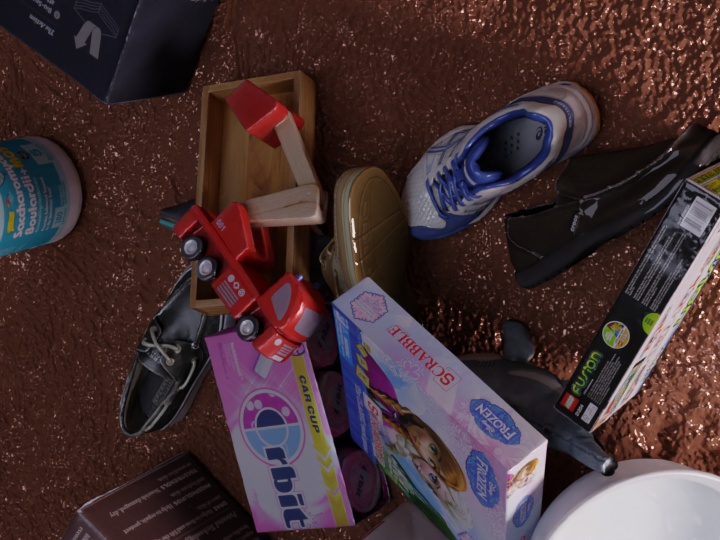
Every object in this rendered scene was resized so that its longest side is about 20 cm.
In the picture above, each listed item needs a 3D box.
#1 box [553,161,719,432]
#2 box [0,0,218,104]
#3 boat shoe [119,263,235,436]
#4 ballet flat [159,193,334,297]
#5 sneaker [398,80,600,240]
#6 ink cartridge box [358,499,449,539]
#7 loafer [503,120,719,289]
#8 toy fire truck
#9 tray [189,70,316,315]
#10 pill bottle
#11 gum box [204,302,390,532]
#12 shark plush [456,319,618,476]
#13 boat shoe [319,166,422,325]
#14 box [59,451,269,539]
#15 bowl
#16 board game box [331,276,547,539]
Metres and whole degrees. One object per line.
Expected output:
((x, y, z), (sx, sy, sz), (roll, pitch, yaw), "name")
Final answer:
((0.219, 0.018, 0.934), (0.035, 0.110, 0.201), (35, 118, 20), "box")
((-0.227, -0.285, 1.131), (0.196, 0.117, 0.201), (36, 117, 19), "box")
((-0.178, 0.079, 1.225), (0.071, 0.064, 0.201), (34, 118, 20), "boat shoe")
((-0.094, -0.037, 1.148), (0.199, 0.073, 0.073), (24, 114, 31), "ballet flat")
((0.090, -0.084, 1.003), (0.200, 0.088, 0.075), (-36, 84, 35), "sneaker")
((-0.010, 0.311, 1.147), (0.067, 0.116, 0.200), (42, 120, 15), "ink cartridge box")
((0.180, -0.058, 0.960), (0.200, 0.073, 0.072), (-35, 85, 33), "loafer")
((-0.075, -0.041, 1.034), (0.141, 0.049, 0.200), (-43, 62, 10), "toy fire truck")
((-0.091, -0.065, 1.096), (0.098, 0.037, 0.201), (-5, 75, 24), "tray")
((-0.372, -0.063, 1.228), (0.110, 0.200, 0.111), (9, 107, 30), "pill bottle")
((-0.058, 0.130, 1.161), (0.113, 0.066, 0.201), (-12, 96, 34), "gum box")
((0.125, 0.121, 1.000), (0.200, 0.083, 0.091), (46, 131, 46), "shark plush")
((0.000, 0.000, 1.063), (0.066, 0.074, 0.201), (19, 133, 36), "boat shoe")
((-0.187, 0.319, 1.231), (0.200, 0.164, 0.166), (44, 120, 15), "box")
((0.207, 0.221, 0.981), (0.200, 0.090, 0.202), (-4, 112, -11), "bowl")
((0.061, 0.133, 1.007), (0.199, 0.041, 0.200), (42, 155, 32), "board game box")
